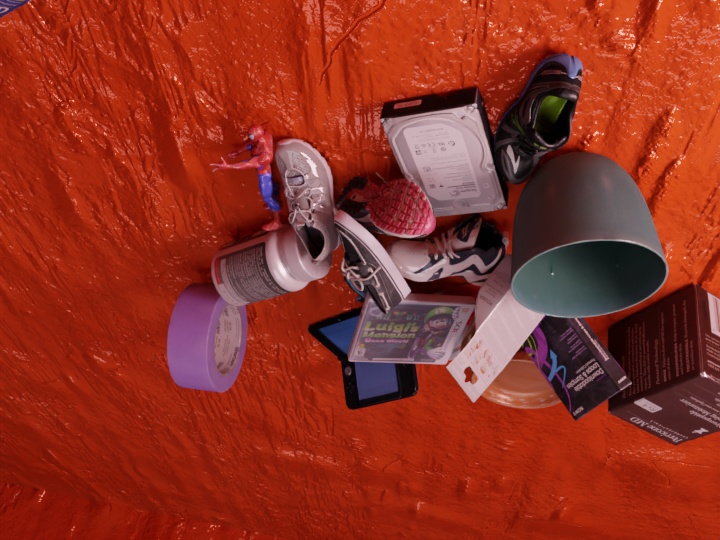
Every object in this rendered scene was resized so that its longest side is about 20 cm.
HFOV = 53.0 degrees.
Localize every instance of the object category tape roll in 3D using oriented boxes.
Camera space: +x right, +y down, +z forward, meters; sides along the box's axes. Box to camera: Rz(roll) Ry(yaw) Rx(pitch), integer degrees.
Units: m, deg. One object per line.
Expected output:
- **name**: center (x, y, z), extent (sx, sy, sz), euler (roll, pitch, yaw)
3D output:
- **tape roll**: center (-0.293, 0.129, 1.403), extent (0.083, 0.204, 0.202), euler (4, 145, 12)

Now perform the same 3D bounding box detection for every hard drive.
- **hard drive**: center (0.122, -0.156, 1.010), extent (0.136, 0.039, 0.201), euler (-3, 142, 23)

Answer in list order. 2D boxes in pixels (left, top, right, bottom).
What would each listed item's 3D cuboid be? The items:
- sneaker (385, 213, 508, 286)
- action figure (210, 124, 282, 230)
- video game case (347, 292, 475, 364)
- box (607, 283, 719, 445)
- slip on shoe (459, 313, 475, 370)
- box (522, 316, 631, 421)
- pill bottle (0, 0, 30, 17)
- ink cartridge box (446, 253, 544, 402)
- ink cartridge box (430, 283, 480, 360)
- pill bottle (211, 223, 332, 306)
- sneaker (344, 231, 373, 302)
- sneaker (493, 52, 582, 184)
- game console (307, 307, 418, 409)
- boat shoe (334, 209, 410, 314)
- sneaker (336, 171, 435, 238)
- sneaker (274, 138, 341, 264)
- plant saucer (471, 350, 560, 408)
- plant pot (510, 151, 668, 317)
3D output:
- **sneaker**: center (0.141, -0.043, 1.125), extent (0.194, 0.081, 0.131), euler (13, 144, 1)
- **action figure**: center (-0.171, -0.143, 1.096), extent (0.096, 0.067, 0.202), euler (-4, 145, -5)
- **video game case**: center (0.088, 0.107, 1.296), extent (0.194, 0.024, 0.184), euler (4, 137, -13)
- **box**: center (0.537, 0.161, 1.193), extent (0.163, 0.167, 0.200), euler (25, 144, -17)
- **slip on shoe**: center (0.228, 0.100, 1.279), extent (0.075, 0.060, 0.204), euler (31, 137, 28)
- **box**: center (0.352, 0.142, 1.235), extent (0.202, 0.036, 0.144), euler (55, 148, 18)
- **pill bottle**: center (-0.463, -0.358, 0.866), extent (0.196, 0.113, 0.111), euler (-11, 139, 31)
- **ink cartridge box**: center (0.209, 0.096, 1.151), extent (0.047, 0.201, 0.160), euler (36, 172, 37)
- **ink cartridge box**: center (0.173, 0.104, 1.343), extent (0.197, 0.051, 0.162), euler (-15, 136, 39)
- **pill bottle**: center (-0.151, -0.013, 1.234), extent (0.196, 0.116, 0.114), euler (-15, 137, 35)
- **sneaker**: center (0.000, 0.000, 1.236), extent (0.080, 0.075, 0.202), euler (-2, 141, 23)
- **sneaker**: center (0.218, -0.176, 0.907), extent (0.069, 0.084, 0.201), euler (11, 147, -7)
- **game console**: center (0.002, 0.181, 1.455), extent (0.197, 0.175, 0.117), euler (-21, 160, 40)
- **boat shoe**: center (0.006, -0.007, 1.106), extent (0.073, 0.068, 0.200), euler (37, 168, 44)
- **sneaker**: center (0.047, -0.089, 1.059), extent (0.074, 0.082, 0.199), euler (34, 175, -36)
- **sneaker**: center (-0.078, -0.103, 1.093), extent (0.073, 0.083, 0.203), euler (-7, 123, 28)
- **plant saucer**: center (0.323, 0.217, 1.459), extent (0.194, 0.038, 0.202), euler (9, 144, 6)
- **plant pot**: center (0.294, -0.055, 0.966), extent (0.195, 0.165, 0.202), euler (2, 149, 1)
